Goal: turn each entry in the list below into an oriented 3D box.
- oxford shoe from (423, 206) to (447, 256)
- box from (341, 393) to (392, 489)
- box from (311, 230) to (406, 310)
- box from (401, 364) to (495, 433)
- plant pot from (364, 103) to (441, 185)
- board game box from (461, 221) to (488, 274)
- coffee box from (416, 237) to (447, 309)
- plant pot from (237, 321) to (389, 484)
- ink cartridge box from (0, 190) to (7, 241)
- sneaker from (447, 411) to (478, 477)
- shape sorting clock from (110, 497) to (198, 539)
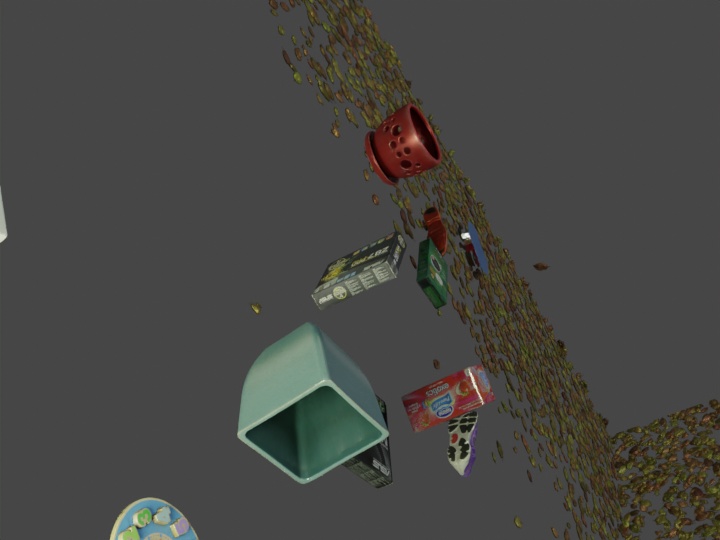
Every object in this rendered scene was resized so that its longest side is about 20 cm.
[{"bbox_3d":[0.253,-0.113,2.728,0.073,0.070,0.203,49,27,-43],"label":"oxford shoe"},{"bbox_3d":[-0.007,0.321,1.753,0.200,0.047,0.195,45,28,-39],"label":"box"},{"bbox_3d":[0.000,0.000,1.890,0.050,0.197,0.162,57,25,-19],"label":"box"},{"bbox_3d":[0.212,0.309,2.048,0.099,0.198,0.097,4,61,-64],"label":"box"},{"bbox_3d":[0.121,-0.371,2.543,0.201,0.180,0.203,46,30,-37],"label":"plant pot"},{"bbox_3d":[0.409,-0.076,3.078,0.158,0.038,0.204,-21,91,-72],"label":"board game box"},{"bbox_3d":[0.217,0.008,2.559,0.124,0.043,0.202,53,26,-29],"label":"coffee box"},{"bbox_3d":[-0.092,0.213,1.506,0.196,0.195,0.202,46,20,-38],"label":"plant pot"},{"bbox_3d":[-0.530,-0.138,1.060,0.160,0.049,0.204,19,53,-60],"label":"ink cartridge box"},{"bbox_3d":[0.269,0.452,2.223,0.201,0.079,0.084,-68,143,-48],"label":"sneaker"},{"bbox_3d":[-0.260,0.401,1.125,0.200,0.039,0.202,48,29,-37],"label":"shape sorting clock"}]
